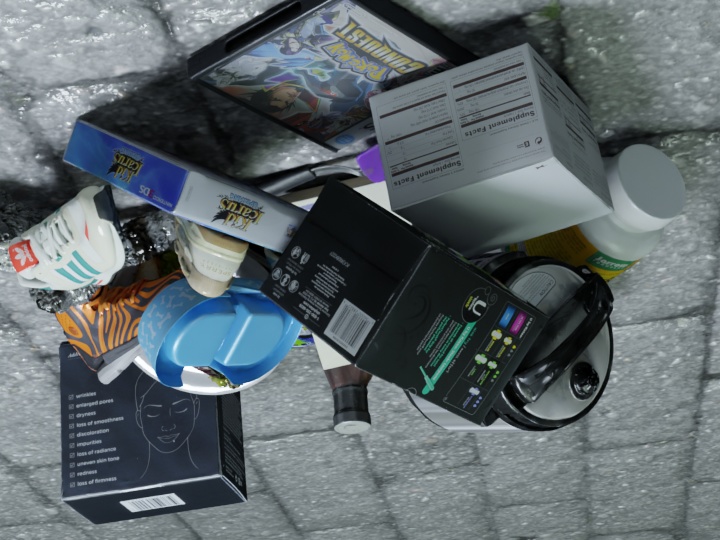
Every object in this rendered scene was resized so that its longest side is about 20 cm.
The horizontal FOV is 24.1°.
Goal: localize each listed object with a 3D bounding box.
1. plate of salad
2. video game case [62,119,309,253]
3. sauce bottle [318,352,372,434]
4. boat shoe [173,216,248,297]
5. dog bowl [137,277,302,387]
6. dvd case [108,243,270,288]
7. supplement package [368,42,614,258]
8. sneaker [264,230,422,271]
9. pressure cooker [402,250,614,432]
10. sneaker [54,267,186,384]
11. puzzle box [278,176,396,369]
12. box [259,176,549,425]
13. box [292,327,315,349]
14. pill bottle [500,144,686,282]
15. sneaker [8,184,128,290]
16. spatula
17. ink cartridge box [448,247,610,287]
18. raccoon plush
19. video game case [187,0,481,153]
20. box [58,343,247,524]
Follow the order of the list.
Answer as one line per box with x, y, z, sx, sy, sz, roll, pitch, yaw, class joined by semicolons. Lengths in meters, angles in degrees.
-0.174;0.056;1.802;0.199;0.048;0.201;3;120;6;plate of salad
-0.146;-0.071;1.536;0.181;0.046;0.200;18;-175;-42;video game case
-0.015;0.076;1.825;0.066;0.201;0.066;-4;154;-2;sauce bottle
-0.149;-0.017;1.619;0.072;0.065;0.200;19;-174;-13;boat shoe
-0.143;0.058;1.700;0.200;0.050;0.112;3;123;-52;dog bowl
-0.183;0.003;1.854;0.199;0.016;0.149;-17;152;25;dvd case
0.122;-0.103;1.530;0.155;0.111;0.200;-18;161;19;supplement package
-0.003;-0.024;1.764;0.199;0.077;0.081;-17;145;16;sneaker
0.152;0.072;1.657;0.178;0.177;0.200;11;170;-34;pressure cooker
-0.253;0.033;1.742;0.112;0.078;0.200;46;129;-5;sneaker
0.000;0.000;1.728;0.132;0.025;0.201;-12;118;6;puzzle box
0.041;0.030;1.500;0.200;0.148;0.125;28;96;-48;box
-0.146;0.060;1.880;0.199;0.070;0.064;-11;154;14;box
0.239;-0.046;1.715;0.112;0.113;0.200;8;152;-27;pill bottle
-0.274;-0.020;1.555;0.093;0.071;0.200;-14;170;-19;sneaker
-0.032;-0.096;1.662;0.199;0.021;0.057;-13;148;20;spatula
0.173;0.035;1.913;0.199;0.084;0.145;-3;155;-4;ink cartridge box
-0.292;-0.051;1.681;0.200;0.097;0.134;-34;141;-10;raccoon plush
-0.020;-0.177;1.484;0.180;0.026;0.200;-23;150;34;video game case
-0.249;0.183;2.015;0.199;0.198;0.124;-9;156;8;box
